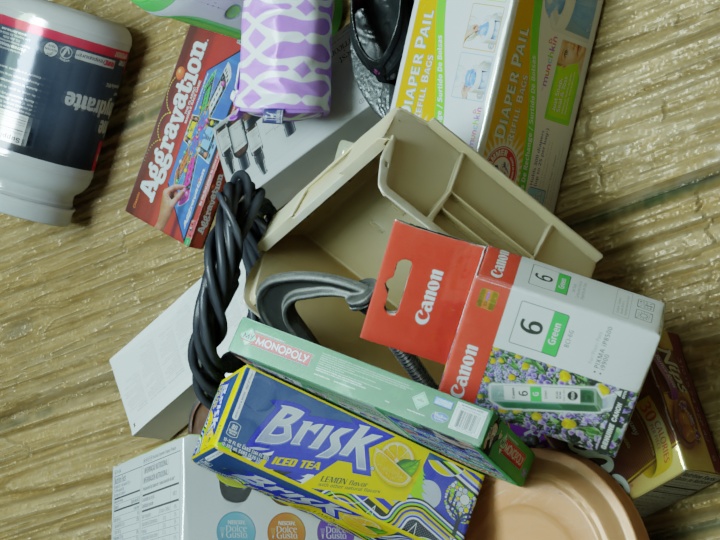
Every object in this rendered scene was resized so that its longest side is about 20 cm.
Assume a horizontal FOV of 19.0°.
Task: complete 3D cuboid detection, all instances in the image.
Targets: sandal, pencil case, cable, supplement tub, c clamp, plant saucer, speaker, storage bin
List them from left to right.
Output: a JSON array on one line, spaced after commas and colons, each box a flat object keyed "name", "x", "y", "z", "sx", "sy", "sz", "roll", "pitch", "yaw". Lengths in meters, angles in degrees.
[{"name": "supplement tub", "x": -0.308, "y": -0.155, "z": 2.051, "sx": 0.140, "sy": 0.140, "sz": 0.201, "roll": 22, "pitch": 97, "yaw": 44}, {"name": "cable", "x": -0.101, "y": 0.016, "z": 1.710, "sx": 0.051, "sy": 0.200, "sz": 0.164, "roll": 14, "pitch": 57, "yaw": 16}, {"name": "speaker", "x": -0.108, "y": -0.240, "z": 1.837, "sx": 0.088, "sy": 0.200, "sz": 0.089, "roll": -11, "pitch": 74, "yaw": 42}, {"name": "pencil case", "x": -0.065, "y": -0.217, "z": 1.767, "sx": 0.085, "sy": 0.084, "sz": 0.201, "roll": 2, "pitch": 89, "yaw": 14}, {"name": "sandal", "x": 0.018, "y": -0.212, "z": 1.706, "sx": 0.075, "sy": 0.048, "sz": 0.201, "roll": 12, "pitch": 112, "yaw": 32}, {"name": "c clamp", "x": 0.018, "y": 0.066, "z": 1.607, "sx": 0.170, "sy": 0.200, "sz": 0.027, "roll": -12, "pitch": 37, "yaw": 45}, {"name": "storage bin", "x": 0.042, "y": 0.004, "z": 1.615, "sx": 0.200, "sy": 0.198, "sz": 0.094, "roll": -39, "pitch": 18, "yaw": 48}, {"name": "plant saucer", "x": 0.124, "y": 0.229, "z": 1.565, "sx": 0.200, "sy": 0.032, "sz": 0.201, "roll": -9, "pitch": 77, "yaw": 42}]

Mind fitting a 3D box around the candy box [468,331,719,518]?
[{"name": "candy box", "x": 0.164, "y": 0.138, "z": 1.602, "sx": 0.200, "sy": 0.056, "sz": 0.117, "roll": -33, "pitch": 60, "yaw": 33}]

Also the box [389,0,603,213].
[{"name": "box", "x": 0.101, "y": -0.144, "z": 1.681, "sx": 0.101, "sy": 0.112, "sz": 0.201, "roll": 14, "pitch": 92, "yaw": 43}]

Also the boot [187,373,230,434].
[{"name": "boot", "x": -0.085, "y": 0.201, "z": 1.825, "sx": 0.200, "sy": 0.064, "sz": 0.187, "roll": 49, "pitch": 114, "yaw": 35}]

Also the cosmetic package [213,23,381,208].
[{"name": "cosmetic package", "x": -0.037, "y": -0.133, "z": 1.841, "sx": 0.200, "sy": 0.051, "sz": 0.083, "roll": -35, "pitch": 61, "yaw": 33}]

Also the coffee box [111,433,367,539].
[{"name": "coffee box", "x": -0.073, "y": 0.236, "z": 1.665, "sx": 0.200, "sy": 0.199, "sz": 0.199, "roll": 151, "pitch": 120, "yaw": -65}]

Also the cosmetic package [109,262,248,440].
[{"name": "cosmetic package", "x": -0.135, "y": 0.063, "z": 1.904, "sx": 0.200, "sy": 0.051, "sz": 0.083, "roll": -39, "pitch": 55, "yaw": 31}]

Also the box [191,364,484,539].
[{"name": "box", "x": -0.016, "y": 0.143, "z": 1.564, "sx": 0.064, "sy": 0.199, "sz": 0.070, "roll": -34, "pitch": 32, "yaw": 65}]

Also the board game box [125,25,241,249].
[{"name": "board game box", "x": -0.149, "y": -0.131, "z": 1.980, "sx": 0.103, "sy": 0.019, "sz": 0.201, "roll": 27, "pitch": 100, "yaw": 45}]

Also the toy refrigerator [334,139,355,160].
[{"name": "toy refrigerator", "x": 0.000, "y": 0.000, "z": 1.776, "sx": 0.076, "sy": 0.070, "sz": 0.201, "roll": 19, "pitch": 95, "yaw": 44}]

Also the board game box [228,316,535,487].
[{"name": "board game box", "x": 0.017, "y": 0.094, "z": 1.537, "sx": 0.199, "sy": 0.135, "sz": 0.029, "roll": 20, "pitch": 81, "yaw": 22}]

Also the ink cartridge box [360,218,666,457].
[{"name": "ink cartridge box", "x": 0.102, "y": 0.047, "z": 1.506, "sx": 0.199, "sy": 0.050, "sz": 0.109, "roll": 18, "pitch": 121, "yaw": 3}]
